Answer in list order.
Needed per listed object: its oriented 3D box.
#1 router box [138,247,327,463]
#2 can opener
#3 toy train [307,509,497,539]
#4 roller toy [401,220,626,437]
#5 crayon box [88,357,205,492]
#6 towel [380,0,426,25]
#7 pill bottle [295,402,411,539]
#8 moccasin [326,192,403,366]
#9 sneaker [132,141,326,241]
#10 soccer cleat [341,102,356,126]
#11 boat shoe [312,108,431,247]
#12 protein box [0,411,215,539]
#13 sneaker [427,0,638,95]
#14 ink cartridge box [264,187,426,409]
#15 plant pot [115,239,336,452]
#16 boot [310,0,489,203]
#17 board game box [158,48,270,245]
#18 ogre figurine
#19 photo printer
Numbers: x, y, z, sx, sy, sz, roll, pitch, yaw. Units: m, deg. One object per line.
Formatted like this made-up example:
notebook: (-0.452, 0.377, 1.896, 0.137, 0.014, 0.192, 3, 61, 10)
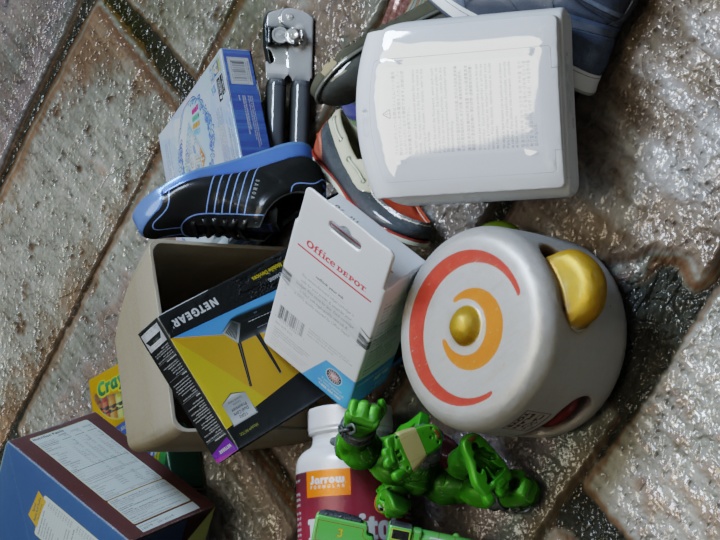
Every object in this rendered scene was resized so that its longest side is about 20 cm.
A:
router box: (-0.100, 0.078, 1.705, 0.150, 0.199, 0.051, 57, 139, 3)
can opener: (-0.079, -0.188, 1.878, 0.066, 0.052, 0.202, 131, 140, -74)
toy train: (0.046, 0.261, 1.589, 0.042, 0.198, 0.057, 100, -179, -88)
roller toy: (0.133, 0.056, 1.543, 0.199, 0.139, 0.184, 21, 98, 45)
crayon box: (-0.249, 0.171, 1.978, 0.125, 0.051, 0.202, -29, 63, 39)
towel: (0.097, -0.253, 1.719, 0.200, 0.022, 0.148, 34, 106, 43)
pill bottle: (-0.007, 0.234, 1.675, 0.112, 0.112, 0.202, -15, 73, 43)
moccasin: (0.000, 0.000, 1.740, 0.081, 0.068, 0.201, -47, 53, 30)
sneaker: (-0.130, -0.062, 1.745, 0.198, 0.070, 0.078, -21, 63, -1)
soccer cleat: (0.063, -0.141, 1.715, 0.199, 0.084, 0.065, 30, 68, 29)
boat shoe: (0.014, -0.092, 1.746, 0.063, 0.071, 0.200, -59, 44, 16)
protein box: (-0.294, 0.301, 1.886, 0.199, 0.134, 0.200, 33, 118, 29)
sneaker: (0.159, -0.273, 1.583, 0.201, 0.077, 0.147, 30, 111, 12)
ink cartridge box: (-0.012, 0.016, 1.614, 0.116, 0.066, 0.201, 38, 134, 22)
plant pot: (-0.157, 0.099, 1.806, 0.177, 0.198, 0.202, -36, 58, 50)
boot: (0.072, -0.145, 1.632, 0.181, 0.073, 0.201, -32, 76, 2)
board game box: (-0.157, -0.106, 1.900, 0.199, 0.043, 0.202, -42, 54, 53)
ogre figurine: (0.057, 0.176, 1.588, 0.120, 0.198, 0.099, 153, 119, -62)
photo printer: (0.093, -0.144, 1.550, 0.198, 0.069, 0.168, -3, 91, 19)
